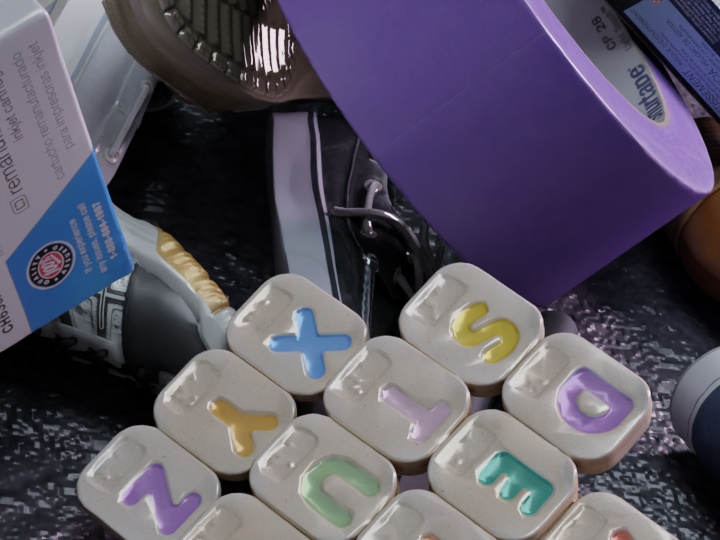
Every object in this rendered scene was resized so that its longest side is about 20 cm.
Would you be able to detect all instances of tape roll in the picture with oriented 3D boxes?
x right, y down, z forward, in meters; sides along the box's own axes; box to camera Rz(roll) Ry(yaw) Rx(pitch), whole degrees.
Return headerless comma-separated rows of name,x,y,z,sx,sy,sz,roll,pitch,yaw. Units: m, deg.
tape roll,0.052,-0.090,1.149,0.200,0.085,0.200,49,17,-21

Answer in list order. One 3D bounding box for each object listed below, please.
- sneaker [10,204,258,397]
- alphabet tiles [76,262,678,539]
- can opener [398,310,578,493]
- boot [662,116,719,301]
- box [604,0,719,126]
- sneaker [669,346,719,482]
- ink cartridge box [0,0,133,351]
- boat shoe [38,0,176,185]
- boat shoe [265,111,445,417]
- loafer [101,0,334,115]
sneaker,-0.112,0.011,1.086,0.088,0.076,0.200,-42,76,-12
alphabet tiles,0.005,0.088,0.989,0.195,0.015,0.200,36,70,24
can opener,0.045,0.080,1.080,0.053,0.067,0.200,11,25,7
boot,0.236,-0.018,1.252,0.200,0.077,0.155,-7,43,-27
box,0.151,-0.157,1.264,0.137,0.038,0.200,43,32,-27
sneaker,0.240,0.084,1.117,0.202,0.077,0.146,-6,32,-16
ink cartridge box,-0.208,-0.033,0.964,0.200,0.147,0.145,-32,56,-14
boat shoe,-0.105,-0.096,1.219,0.069,0.072,0.200,47,27,-17
boat shoe,0.000,0.002,1.130,0.068,0.074,0.199,-2,30,-4
loafer,-0.057,-0.097,1.164,0.068,0.076,0.200,-8,-9,23
